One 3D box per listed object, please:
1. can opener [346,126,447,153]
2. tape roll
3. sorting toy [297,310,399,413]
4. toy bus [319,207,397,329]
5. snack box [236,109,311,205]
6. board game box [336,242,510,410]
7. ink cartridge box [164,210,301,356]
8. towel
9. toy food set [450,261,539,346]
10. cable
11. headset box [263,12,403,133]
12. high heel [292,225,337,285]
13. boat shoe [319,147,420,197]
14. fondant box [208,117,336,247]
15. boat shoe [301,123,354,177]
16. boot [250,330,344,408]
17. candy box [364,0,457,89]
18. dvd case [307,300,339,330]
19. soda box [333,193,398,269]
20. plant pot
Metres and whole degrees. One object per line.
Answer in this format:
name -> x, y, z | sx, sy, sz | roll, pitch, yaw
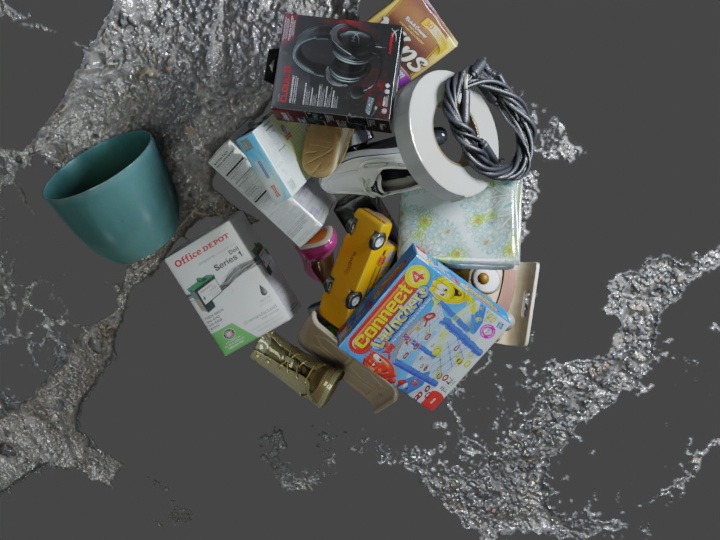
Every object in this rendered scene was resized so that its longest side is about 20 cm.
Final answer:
can opener -> 0.043, -0.201, 1.727 | 0.199, 0.063, 0.079 | -7, 117, 10
tape roll -> 0.135, -0.208, 1.647 | 0.037, 0.203, 0.203 | -16, 111, 46
sorting toy -> -0.020, 0.154, 1.808 | 0.200, 0.185, 0.036 | 43, 72, 2
toy bus -> 0.000, 0.000, 1.724 | 0.065, 0.078, 0.200 | 35, 113, 34
snack box -> -0.116, -0.195, 1.677 | 0.037, 0.200, 0.116 | -24, 106, 27
board game box -> 0.099, 0.092, 1.692 | 0.196, 0.056, 0.200 | 35, 106, -16
ink cartridge box -> -0.219, 0.020, 1.823 | 0.146, 0.084, 0.200 | -30, 98, 16
towel -> 0.161, -0.088, 1.714 | 0.199, 0.048, 0.172 | 2, 73, 4
toy food set -> 0.189, 0.039, 1.752 | 0.199, 0.060, 0.144 | 11, 82, -11
cable -> 0.205, -0.224, 1.653 | 0.051, 0.163, 0.200 | -15, 112, 44
headset box -> -0.043, -0.296, 1.594 | 0.199, 0.077, 0.149 | 8, 83, 5
high heel -> -0.058, -0.015, 1.749 | 0.067, 0.200, 0.096 | -38, 99, -18
boat shoe -> 0.029, -0.147, 1.689 | 0.199, 0.066, 0.072 | -6, 135, 10
fondant box -> -0.139, -0.145, 1.729 | 0.200, 0.144, 0.058 | 44, 111, -9
boat shoe -> -0.041, -0.241, 1.666 | 0.074, 0.069, 0.201 | 19, 93, 9
boot -> -0.111, 0.162, 1.827 | 0.155, 0.200, 0.073 | 37, 79, -4
candy box -> 0.040, -0.344, 1.679 | 0.200, 0.056, 0.117 | -35, 102, 17
dvd case -> 0.020, 0.099, 1.823 | 0.200, 0.025, 0.151 | -19, 110, 40
soda box -> 0.036, -0.043, 1.788 | 0.071, 0.063, 0.200 | -27, 106, 16
plant pot -> -0.393, -0.110, 1.756 | 0.200, 0.201, 0.161 | -20, 120, 14
